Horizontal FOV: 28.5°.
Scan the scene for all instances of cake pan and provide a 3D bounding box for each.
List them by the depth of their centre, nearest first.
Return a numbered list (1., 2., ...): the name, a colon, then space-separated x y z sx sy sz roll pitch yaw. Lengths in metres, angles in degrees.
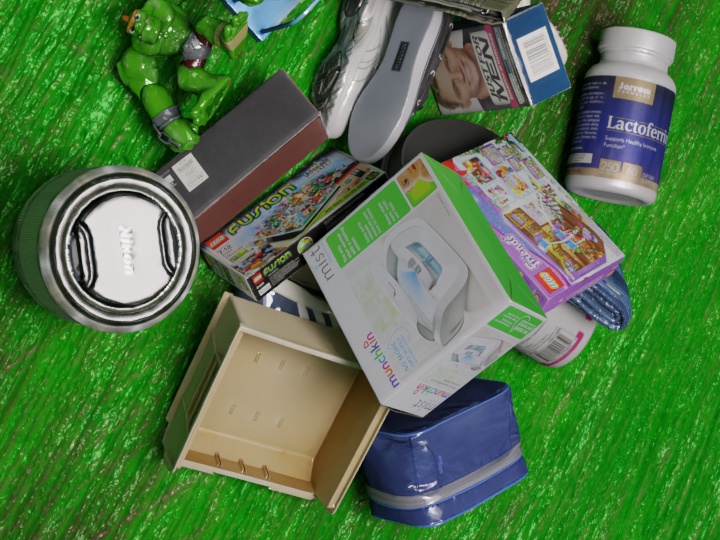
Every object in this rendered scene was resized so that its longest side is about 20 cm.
1. cake pan: 0.121 -0.098 1.625 0.198 0.037 0.202 13 49 -15

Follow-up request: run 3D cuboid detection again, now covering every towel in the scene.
1. towel: 0.099 -0.328 1.563 0.200 0.191 0.035 -51 155 -50
2. towel: 0.267 -0.011 1.672 0.111 0.201 0.049 35 112 -14

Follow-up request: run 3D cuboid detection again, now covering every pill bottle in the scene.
1. pill bottle: 0.176 0.023 1.678 0.199 0.113 0.114 31 80 -23
2. pill bottle: 0.322 -0.188 1.736 0.115 0.115 0.202 12 87 -25

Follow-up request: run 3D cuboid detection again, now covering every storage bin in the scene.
1. storage bin: -0.090 0.150 1.539 0.198 0.094 0.200 18 109 -25

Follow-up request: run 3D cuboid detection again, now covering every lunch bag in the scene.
1. lunch bag: 0.097 0.211 1.631 0.199 0.135 0.134 -20 105 -34

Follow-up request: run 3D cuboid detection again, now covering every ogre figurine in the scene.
1. ogre figurine: -0.187 -0.237 1.490 0.119 0.201 0.098 30 35 13

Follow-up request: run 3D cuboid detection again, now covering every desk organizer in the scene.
1. desk organizer: -0.134 -0.119 1.546 0.200 0.077 0.072 -40 74 -2

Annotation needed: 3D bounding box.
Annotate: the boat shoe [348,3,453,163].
1. boat shoe: 0.051 -0.208 1.580 0.066 0.069 0.202 24 84 -51

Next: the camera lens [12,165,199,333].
1. camera lens: -0.260 -0.023 1.426 0.158 0.200 0.162 -1 93 -24

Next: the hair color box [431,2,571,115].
1. hair color box: 0.146 -0.235 1.603 0.060 0.200 0.101 -26 103 -22

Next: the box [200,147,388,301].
1. box: -0.071 -0.054 1.560 0.199 0.110 0.035 -38 127 -19

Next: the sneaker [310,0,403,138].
1. sneaker: 0.013 -0.235 1.613 0.099 0.078 0.202 25 84 -28

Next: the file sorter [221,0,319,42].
1. file sorter: -0.111 -0.373 1.522 0.200 0.122 0.139 47 74 -19

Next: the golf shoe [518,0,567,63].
1. golf shoe: 0.164 -0.301 1.681 0.091 0.075 0.201 -43 107 -13

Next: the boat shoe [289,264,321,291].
1. boat shoe: -0.001 0.001 1.623 0.198 0.075 0.067 19 41 -19

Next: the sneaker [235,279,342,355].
1. sneaker: -0.057 0.069 1.600 0.199 0.075 0.085 26 88 -18

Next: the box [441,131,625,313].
1. box: 0.178 -0.054 1.561 0.136 0.039 0.200 -25 66 -38

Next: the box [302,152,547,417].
1. box: 0.064 0.017 1.467 0.176 0.201 0.096 -38 150 18
